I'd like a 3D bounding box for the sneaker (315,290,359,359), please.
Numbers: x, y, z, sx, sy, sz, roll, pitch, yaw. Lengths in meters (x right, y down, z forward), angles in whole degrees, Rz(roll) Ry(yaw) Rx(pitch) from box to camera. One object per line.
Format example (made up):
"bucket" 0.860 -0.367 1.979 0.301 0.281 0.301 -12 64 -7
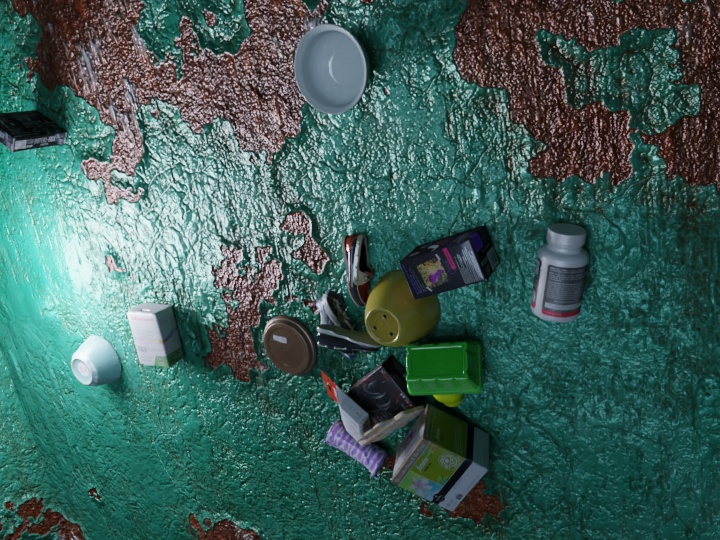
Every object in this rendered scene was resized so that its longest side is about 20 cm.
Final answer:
"sneaker" -0.066 0.159 1.812 0.085 0.077 0.202 -20 91 45

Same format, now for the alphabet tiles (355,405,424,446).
"alphabet tiles" 0.086 0.429 1.754 0.200 0.194 0.015 -45 63 35

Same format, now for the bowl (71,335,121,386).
"bowl" -1.024 0.362 2.434 0.199 0.105 0.203 13 117 26

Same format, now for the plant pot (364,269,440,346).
"plant pot" 0.088 0.118 1.651 0.198 0.142 0.203 12 116 27

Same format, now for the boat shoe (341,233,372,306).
"boat shoe" 0.000 0.000 1.703 0.062 0.071 0.203 -3 104 28

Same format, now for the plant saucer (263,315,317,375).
"plant saucer" -0.222 0.235 1.954 0.198 0.029 0.203 12 116 27

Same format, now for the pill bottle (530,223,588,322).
"pill bottle" 0.444 0.003 1.413 0.110 0.111 0.202 13 116 25

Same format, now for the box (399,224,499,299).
"box" 0.214 -0.019 1.532 0.198 0.122 0.107 -17 102 35

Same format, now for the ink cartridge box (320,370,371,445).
"ink cartridge box" -0.052 0.401 1.840 0.199 0.057 0.163 34 154 26

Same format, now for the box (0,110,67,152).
"box" -1.092 -0.458 2.075 0.157 0.200 0.050 33 119 14

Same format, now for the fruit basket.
"fruit basket" 0.221 0.266 1.654 0.214 0.215 0.158 -12 67 33

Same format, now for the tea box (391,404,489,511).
"tea box" 0.214 0.504 1.712 0.195 0.134 0.201 26 122 -2

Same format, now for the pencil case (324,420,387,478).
"pencil case" -0.015 0.533 1.919 0.199 0.084 0.086 28 87 19

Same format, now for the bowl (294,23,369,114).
"bowl" -0.052 -0.482 1.517 0.199 0.090 0.204 12 116 27

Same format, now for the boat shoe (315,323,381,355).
"boat shoe" -0.032 0.195 1.715 0.198 0.075 0.061 14 106 33

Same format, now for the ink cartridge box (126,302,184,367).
"ink cartridge box" -0.706 0.221 2.198 0.144 0.087 0.202 2 112 29

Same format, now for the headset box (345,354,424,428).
"headset box" 0.062 0.358 1.807 0.149 0.077 0.200 50 124 3
